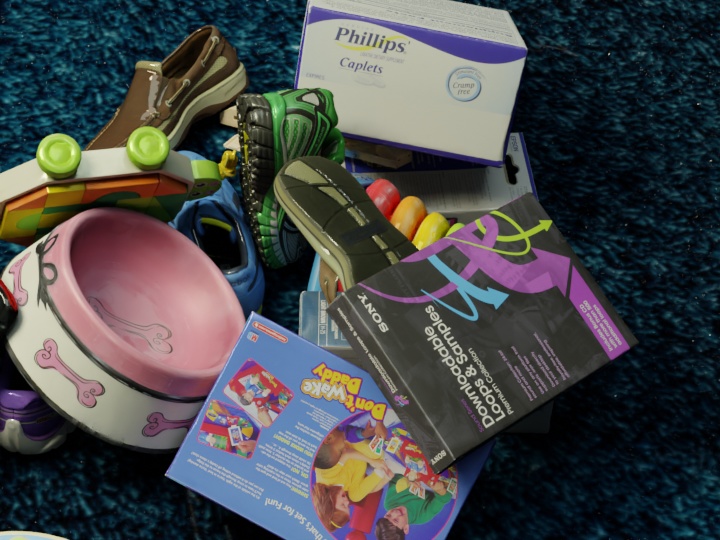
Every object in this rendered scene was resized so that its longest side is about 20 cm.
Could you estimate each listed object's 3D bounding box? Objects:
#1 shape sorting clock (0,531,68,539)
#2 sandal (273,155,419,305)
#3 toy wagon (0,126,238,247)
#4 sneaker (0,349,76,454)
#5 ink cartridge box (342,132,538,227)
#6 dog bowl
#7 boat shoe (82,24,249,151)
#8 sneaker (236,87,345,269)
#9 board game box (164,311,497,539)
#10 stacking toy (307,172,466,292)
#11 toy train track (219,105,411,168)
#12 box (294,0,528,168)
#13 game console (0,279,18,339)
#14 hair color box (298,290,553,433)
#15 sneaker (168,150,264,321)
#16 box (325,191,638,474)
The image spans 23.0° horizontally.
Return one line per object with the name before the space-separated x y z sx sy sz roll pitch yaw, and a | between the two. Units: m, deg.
shape sorting clock | -0.244 0.267 1.220 0.199 0.039 0.200 1 49 -1
sandal | 0.000 -0.001 1.322 0.080 0.057 0.201 -13 56 -33
toy wagon | -0.189 -0.063 1.383 0.199 0.155 0.040 -7 72 -20
sneaker | -0.230 0.050 1.383 0.080 0.084 0.200 10 48 5
ink cartridge box | 0.049 -0.074 1.539 0.199 0.037 0.095 -5 48 -4
dog bowl | -0.172 0.036 1.338 0.200 0.074 0.200 30 32 -21
boat shoe | -0.184 -0.150 1.556 0.075 0.075 0.202 3 36 39
sneaker | -0.051 -0.070 1.421 0.085 0.200 0.078 -11 59 -10
board game box | -0.021 0.136 1.276 0.200 0.045 0.135 28 83 4
stacking toy | 0.067 0.000 1.402 0.199 0.110 0.116 18 7 12
toy train track | -0.042 -0.127 1.540 0.200 0.033 0.115 17 29 34
box | 0.037 -0.175 1.509 0.183 0.105 0.200 11 16 -3
game console | -0.355 0.046 1.332 0.031 0.200 0.177 16 26 -53
hair color box | 0.051 0.071 1.368 0.199 0.100 0.061 2 47 -2
sneaker | -0.124 -0.044 1.476 0.066 0.079 0.200 -13 49 -12
box | 0.090 0.041 1.276 0.200 0.036 0.143 -29 79 -34
